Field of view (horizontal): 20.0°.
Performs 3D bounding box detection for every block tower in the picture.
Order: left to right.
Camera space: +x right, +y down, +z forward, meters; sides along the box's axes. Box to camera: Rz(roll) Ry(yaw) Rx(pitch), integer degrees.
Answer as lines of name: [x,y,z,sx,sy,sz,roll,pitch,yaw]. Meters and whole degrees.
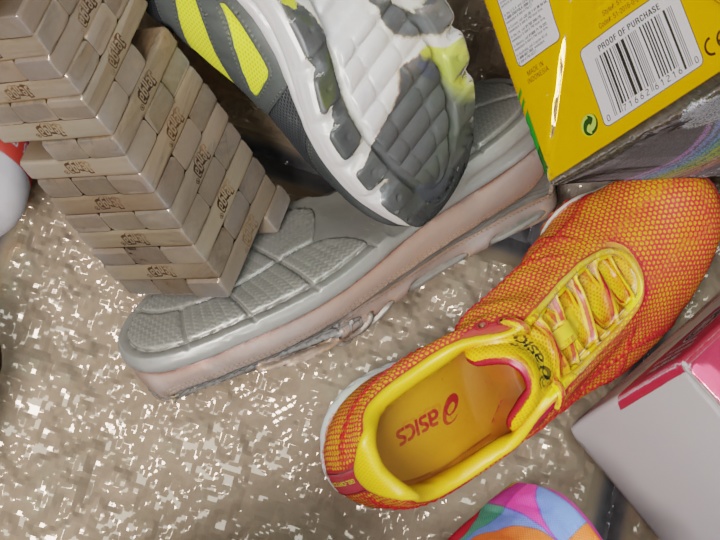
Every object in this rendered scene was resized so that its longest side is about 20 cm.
block tower: [-0.100,-0.066,0.732,0.054,0.200,0.058,0,53,34]

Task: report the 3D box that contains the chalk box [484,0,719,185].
chalk box: [0.159,-0.116,0.800,0.199,0.124,0.125,-6,71,-43]

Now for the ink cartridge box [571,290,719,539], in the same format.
ink cartridge box: [0.195,0.018,0.795,0.200,0.145,0.084,-40,86,-17]

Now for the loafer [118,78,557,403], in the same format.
loafer: [0.000,0.000,0.809,0.199,0.072,0.063,-34,124,-16]

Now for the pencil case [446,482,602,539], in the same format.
pencil case: [0.022,0.164,0.759,0.199,0.088,0.089,-36,84,-16]

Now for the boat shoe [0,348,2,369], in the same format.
boat shoe: [-0.197,0.107,0.749,0.074,0.075,0.204,13,73,18]

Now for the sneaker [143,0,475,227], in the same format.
sneaker: [-0.031,-0.100,0.745,0.075,0.084,0.201,-46,115,-24]

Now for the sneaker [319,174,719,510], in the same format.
sneaker: [0.074,0.030,0.802,0.200,0.077,0.073,-40,101,-16]

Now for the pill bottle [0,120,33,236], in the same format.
pill bottle: [-0.164,-0.118,0.785,0.111,0.113,0.202,12,74,-7]
